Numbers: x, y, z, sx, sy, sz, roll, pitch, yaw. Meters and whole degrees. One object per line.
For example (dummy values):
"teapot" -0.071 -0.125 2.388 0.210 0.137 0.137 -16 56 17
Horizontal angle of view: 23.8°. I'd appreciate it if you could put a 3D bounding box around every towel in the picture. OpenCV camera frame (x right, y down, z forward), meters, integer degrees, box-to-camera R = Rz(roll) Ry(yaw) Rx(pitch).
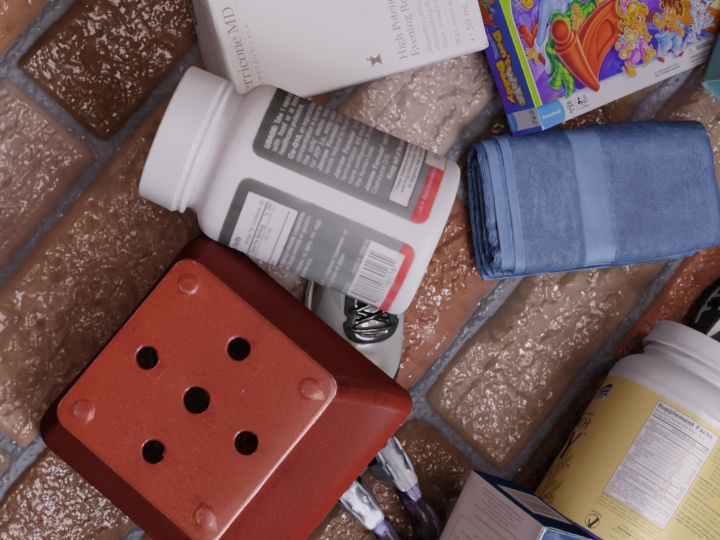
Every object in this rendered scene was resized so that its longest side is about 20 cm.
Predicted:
"towel" 0.181 -0.057 1.331 0.198 0.049 0.113 -6 90 -15

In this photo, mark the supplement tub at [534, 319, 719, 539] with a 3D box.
"supplement tub" 0.227 0.155 1.303 0.145 0.145 0.201 35 82 -15

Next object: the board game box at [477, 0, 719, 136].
"board game box" 0.185 -0.201 1.310 0.199 0.045 0.135 -24 98 -25

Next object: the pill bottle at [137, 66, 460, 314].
"pill bottle" -0.042 -0.058 1.166 0.199 0.114 0.115 23 86 -3

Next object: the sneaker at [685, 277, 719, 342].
"sneaker" 0.350 0.016 1.371 0.199 0.074 0.080 -34 103 -12

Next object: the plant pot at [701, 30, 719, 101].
"plant pot" 0.380 -0.207 1.325 0.141 0.141 0.201 31 68 -37

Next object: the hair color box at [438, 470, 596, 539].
"hair color box" 0.085 0.259 1.232 0.060 0.100 0.201 21 97 -34

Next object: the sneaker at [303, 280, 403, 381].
"sneaker" 0.000 0.000 1.265 0.073 0.079 0.202 -5 95 -18

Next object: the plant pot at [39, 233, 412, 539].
"plant pot" -0.099 0.095 1.154 0.200 0.176 0.200 39 85 7

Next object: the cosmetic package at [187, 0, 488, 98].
"cosmetic package" -0.017 -0.184 1.256 0.199 0.074 0.102 -18 97 -16

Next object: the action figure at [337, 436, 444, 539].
"action figure" 0.047 0.214 1.294 0.130 0.069 0.200 -41 105 -16
